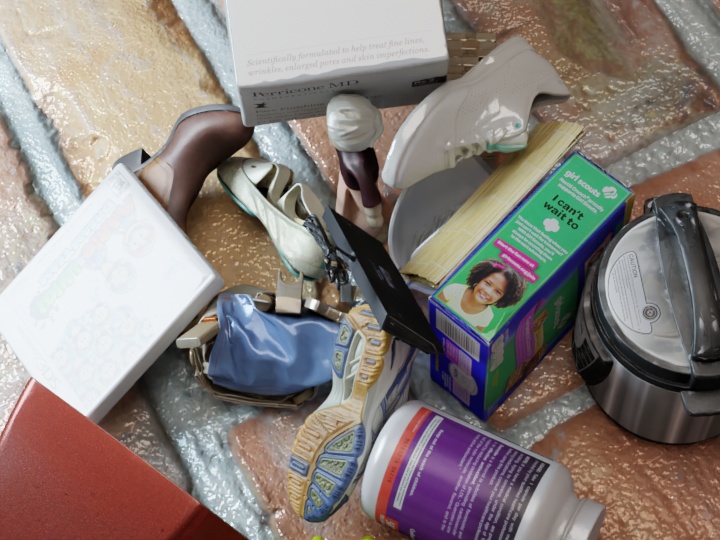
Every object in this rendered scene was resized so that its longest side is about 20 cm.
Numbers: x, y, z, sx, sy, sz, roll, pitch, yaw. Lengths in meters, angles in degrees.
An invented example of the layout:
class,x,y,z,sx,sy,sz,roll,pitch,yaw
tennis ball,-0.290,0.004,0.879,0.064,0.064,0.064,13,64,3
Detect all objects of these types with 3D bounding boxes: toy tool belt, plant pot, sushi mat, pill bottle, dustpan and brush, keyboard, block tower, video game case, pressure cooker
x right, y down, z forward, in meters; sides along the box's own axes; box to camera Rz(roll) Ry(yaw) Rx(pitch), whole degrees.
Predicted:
class,x,y,z,sx,sy,sz,roll,pitch,yaw
toy tool belt,-0.061,0.064,1.491,0.197,0.123,0.127,-1,88,5
plant pot,-0.226,0.239,1.386,0.199,0.200,0.177,32,79,21
sushi mat,0.119,-0.061,1.480,0.200,0.096,0.012,-46,107,-7
pill bottle,0.106,0.199,1.415,0.198,0.113,0.113,23,65,17
dustpan and brush,0.060,-0.013,1.556,0.200,0.057,0.140,-40,103,17
keyboard,0.000,0.000,1.432,0.021,0.127,0.200,-49,31,12
block tower,0.110,-0.140,1.636,0.057,0.054,0.202,1,62,7
video game case,-0.244,0.025,1.542,0.200,0.024,0.182,-47,56,5
pressure cooker,0.283,0.040,1.437,0.175,0.201,0.179,37,70,19

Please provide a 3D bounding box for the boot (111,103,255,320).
class,x,y,z,sx,sy,sz,roll,pitch,yaw
boot,-0.173,-0.046,1.564,0.187,0.068,0.202,-21,54,23

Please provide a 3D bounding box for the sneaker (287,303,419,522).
class,x,y,z,sx,sy,sz,roll,pitch,yaw
sneaker,0.005,0.132,1.452,0.075,0.088,0.202,26,96,37

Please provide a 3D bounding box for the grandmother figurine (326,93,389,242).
class,x,y,z,sx,sy,sz,roll,pitch,yaw
grandmother figurine,-0.003,-0.094,1.536,0.060,0.201,0.122,-23,60,-8

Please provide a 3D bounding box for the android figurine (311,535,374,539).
class,x,y,z,sx,sy,sz,roll,pitch,yaw
android figurine,-0.017,0.324,1.397,0.180,0.041,0.202,-4,63,4

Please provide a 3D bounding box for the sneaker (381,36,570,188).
class,x,y,z,sx,sy,sz,roll,pitch,yaw
sneaker,0.109,-0.131,1.493,0.200,0.075,0.088,-40,71,-18

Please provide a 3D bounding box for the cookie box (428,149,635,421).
class,x,y,z,sx,sy,sz,roll,pitch,yaw
cookie box,0.153,0.016,1.480,0.075,0.172,0.200,38,71,20

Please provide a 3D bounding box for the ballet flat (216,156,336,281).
class,x,y,z,sx,sy,sz,roll,pitch,yaw
ballet flat,-0.074,-0.068,1.586,0.200,0.067,0.063,49,119,39

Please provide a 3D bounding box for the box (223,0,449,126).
class,x,y,z,sx,sy,sz,roll,pitch,yaw
box,-0.028,-0.254,1.511,0.196,0.131,0.203,-7,78,-1
